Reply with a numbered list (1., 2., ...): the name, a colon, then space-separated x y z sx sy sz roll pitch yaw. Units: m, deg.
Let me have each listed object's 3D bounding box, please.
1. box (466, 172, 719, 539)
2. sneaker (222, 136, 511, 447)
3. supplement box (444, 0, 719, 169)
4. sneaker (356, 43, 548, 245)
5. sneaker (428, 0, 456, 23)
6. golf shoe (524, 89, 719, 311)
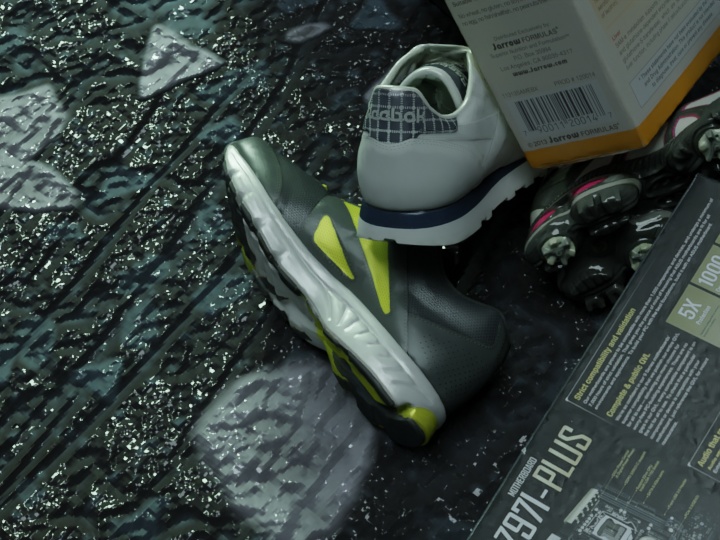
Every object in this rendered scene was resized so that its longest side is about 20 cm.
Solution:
1. box: 0.168 0.087 0.626 0.163 0.086 0.200 27 76 29
2. sneaker: 0.000 0.000 0.763 0.084 0.075 0.200 -30 64 -16
3. supplement box: 0.094 -0.168 0.709 0.073 0.201 0.126 -8 29 45
4. sneaker: 0.053 -0.081 0.754 0.076 0.081 0.200 0 23 20
5. sneaker: 0.058 -0.190 0.836 0.200 0.083 0.072 50 120 22
6. golf shoe: 0.168 -0.062 0.729 0.199 0.077 0.088 -26 34 22
